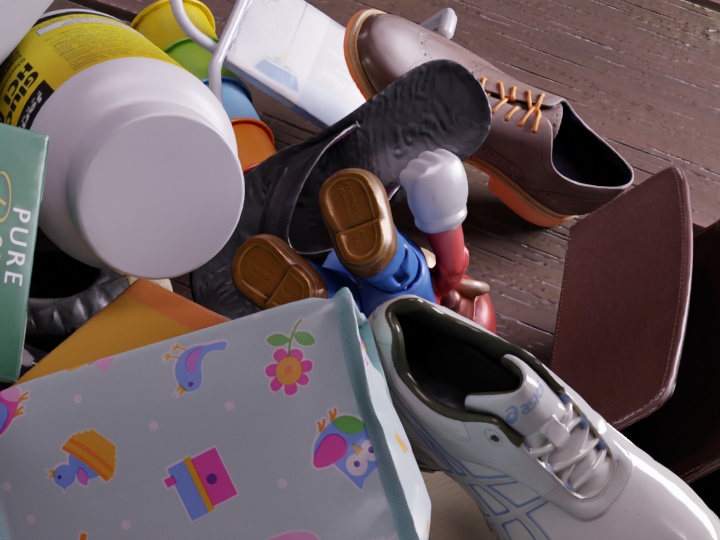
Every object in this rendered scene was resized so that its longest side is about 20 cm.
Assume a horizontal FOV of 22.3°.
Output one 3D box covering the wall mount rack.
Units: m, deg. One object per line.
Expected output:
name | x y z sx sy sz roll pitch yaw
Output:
wall mount rack | -0.025 -0.110 1.076 0.200 0.075 0.174 31 63 -23

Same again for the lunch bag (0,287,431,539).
lunch bag | -0.050 0.128 0.728 0.170 0.122 0.200 -15 80 2

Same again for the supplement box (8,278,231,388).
supplement box | -0.136 0.086 0.860 0.066 0.069 0.200 27 39 18

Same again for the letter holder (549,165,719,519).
letter holder | 0.182 0.033 0.926 0.101 0.142 0.200 43 34 -20

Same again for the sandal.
sandal | -0.013 -0.045 0.986 0.200 0.048 0.075 -42 98 -7

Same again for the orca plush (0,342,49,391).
orca plush | -0.241 0.061 0.861 0.105 0.071 0.200 41 26 22

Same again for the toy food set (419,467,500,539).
toy food set | 0.023 0.156 0.835 0.200 0.060 0.144 -15 58 -28

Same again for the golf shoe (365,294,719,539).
golf shoe | 0.077 0.082 0.801 0.200 0.097 0.078 32 72 11

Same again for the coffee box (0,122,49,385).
coffee box | -0.239 -0.022 0.800 0.200 0.044 0.123 12 75 -34

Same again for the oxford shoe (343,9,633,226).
oxford shoe | 0.077 -0.096 1.059 0.200 0.073 0.071 30 63 -31

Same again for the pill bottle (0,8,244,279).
pill bottle | -0.131 -0.066 0.961 0.112 0.113 0.200 -5 20 -21

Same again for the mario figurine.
mario figurine | 0.000 0.000 0.923 0.123 0.200 0.106 -1 75 19

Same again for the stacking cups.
stacking cups | -0.083 -0.080 1.094 0.060 0.061 0.200 -8 48 -24

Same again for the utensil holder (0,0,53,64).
utensil holder | -0.231 -0.189 0.959 0.170 0.170 0.200 28 68 18

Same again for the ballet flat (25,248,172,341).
ballet flat | -0.192 0.000 0.943 0.200 0.057 0.066 6 23 -22
